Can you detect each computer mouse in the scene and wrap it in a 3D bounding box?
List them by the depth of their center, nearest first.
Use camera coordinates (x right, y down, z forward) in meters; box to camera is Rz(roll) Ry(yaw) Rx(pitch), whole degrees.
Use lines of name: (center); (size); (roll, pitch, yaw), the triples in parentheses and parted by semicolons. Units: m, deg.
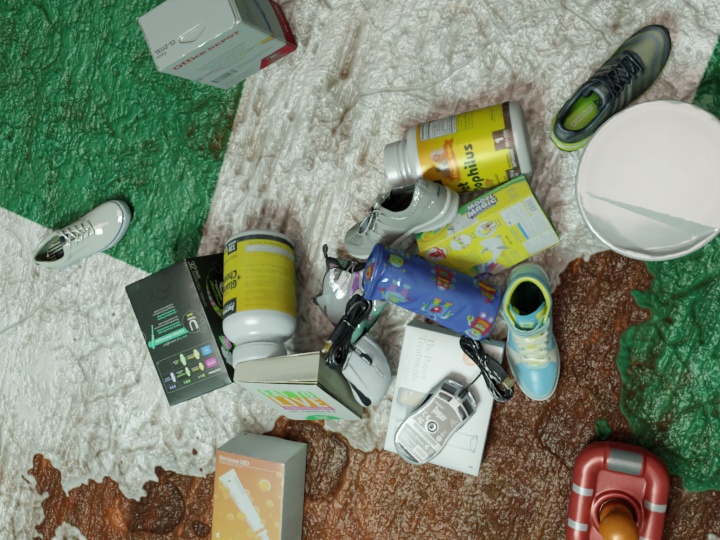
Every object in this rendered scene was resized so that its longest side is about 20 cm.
computer mouse: (0.126, 0.195, 1.026); (0.110, 0.044, 0.200); (44, 100, 3)
computer mouse: (0.009, 0.134, 1.035); (0.044, 0.201, 0.110); (12, 58, 30)

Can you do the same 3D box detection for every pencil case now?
pencil case: (0.096, 0.031, 0.975); (0.198, 0.079, 0.087); (20, 139, -10)

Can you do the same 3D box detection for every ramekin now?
ramekin: (0.385, -0.117, 0.933); (0.200, 0.094, 0.205); (2, 96, 17)

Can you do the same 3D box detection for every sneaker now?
sneaker: (0.335, -0.241, 0.942); (0.074, 0.081, 0.200); (43, 106, 9)
sneaker: (0.234, 0.094, 0.984); (0.079, 0.130, 0.202); (-9, 93, 16)
sneaker: (0.041, -0.082, 0.993); (0.199, 0.082, 0.075); (-27, 43, 39)
sneaker: (0.000, 0.000, 1.078); (0.140, 0.078, 0.200); (44, 106, 8)
sneaker: (-0.485, -0.055, 1.231); (0.199, 0.071, 0.073); (-33, 86, 18)

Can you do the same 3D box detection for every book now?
book: (-0.088, 0.182, 1.070); (0.132, 0.200, 0.049); (-5, 62, 19)

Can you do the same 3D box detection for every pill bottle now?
pill bottle: (0.137, -0.163, 0.999); (0.198, 0.109, 0.110); (-11, 92, 19)
pill bottle: (-0.153, 0.048, 1.077); (0.111, 0.112, 0.202); (-13, 64, 18)

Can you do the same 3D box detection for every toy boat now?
toy boat: (0.353, 0.345, 0.973); (0.129, 0.131, 0.202); (7, 98, 17)

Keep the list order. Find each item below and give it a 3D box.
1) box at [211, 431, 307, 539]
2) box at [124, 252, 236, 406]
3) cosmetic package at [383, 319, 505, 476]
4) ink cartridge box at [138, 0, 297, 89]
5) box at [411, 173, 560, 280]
box: (-0.166, 0.384, 1.161); (0.123, 0.097, 0.202); (6, 97, 17)
box: (-0.255, 0.089, 1.131); (0.123, 0.148, 0.202); (-22, 90, 18)
cosmetic package: (0.127, 0.191, 1.073); (0.149, 0.052, 0.202); (11, 99, 13)
ink cartridge box: (-0.203, -0.347, 1.041); (0.145, 0.200, 0.084); (-23, 89, 18)
box: (0.168, -0.041, 1.002); (0.199, 0.117, 0.049); (-29, 44, 17)
